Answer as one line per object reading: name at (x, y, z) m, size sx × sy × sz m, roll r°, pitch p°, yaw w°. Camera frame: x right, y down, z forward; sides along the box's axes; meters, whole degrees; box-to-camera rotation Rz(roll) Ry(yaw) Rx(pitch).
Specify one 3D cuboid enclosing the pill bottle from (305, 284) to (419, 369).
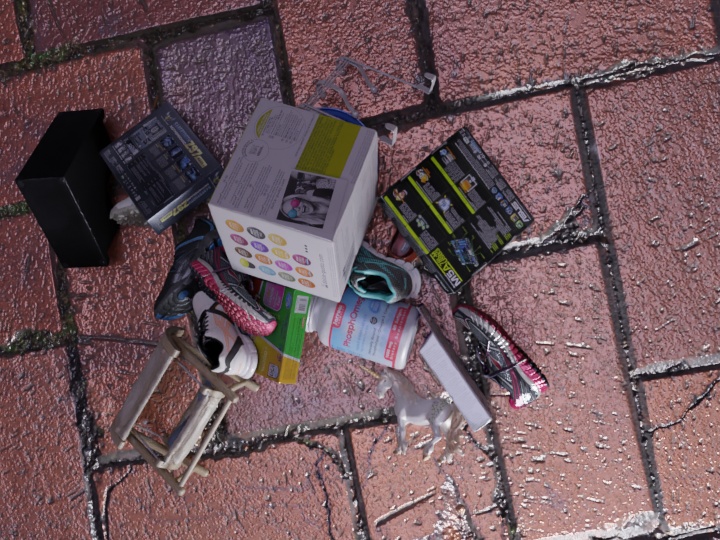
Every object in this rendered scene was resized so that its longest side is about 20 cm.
pill bottle at (-0.005, 0.087, 1.257) m, size 0.196 × 0.109 × 0.111 m, roll 16°, pitch 92°, yaw 9°

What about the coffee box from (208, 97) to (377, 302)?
coffee box at (-0.093, -0.105, 1.142) m, size 0.193 × 0.201 × 0.203 m, roll 16°, pitch 64°, yaw 9°

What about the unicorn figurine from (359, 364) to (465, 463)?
unicorn figurine at (0.091, 0.245, 1.258) m, size 0.195 × 0.074 × 0.141 m, roll 5°, pitch 82°, yaw 19°

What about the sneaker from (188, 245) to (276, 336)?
sneaker at (-0.205, 0.029, 1.230) m, size 0.074 × 0.081 × 0.199 m, roll -38°, pitch 61°, yaw -21°

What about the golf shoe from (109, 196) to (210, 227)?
golf shoe at (-0.363, -0.145, 1.348) m, size 0.196 × 0.078 × 0.099 m, roll -17°, pitch 69°, yaw 4°

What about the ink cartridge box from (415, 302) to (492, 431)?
ink cartridge box at (0.136, 0.148, 1.189) m, size 0.043 × 0.196 × 0.202 m, roll -35°, pitch 84°, yaw 5°

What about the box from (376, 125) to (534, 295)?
box at (0.158, -0.099, 1.225) m, size 0.192 × 0.047 × 0.201 m, roll -40°, pitch 93°, yaw -9°

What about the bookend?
bookend at (-0.500, -0.149, 1.337) m, size 0.090 × 0.201 × 0.203 m, roll -2°, pitch 45°, yaw 9°

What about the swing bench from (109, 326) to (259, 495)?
swing bench at (-0.320, 0.238, 1.299) m, size 0.198 × 0.130 × 0.201 m, roll 32°, pitch 95°, yaw 8°

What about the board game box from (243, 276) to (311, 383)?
board game box at (-0.173, 0.092, 1.268) m, size 0.197 × 0.040 × 0.157 m, roll 12°, pitch 92°, yaw 44°

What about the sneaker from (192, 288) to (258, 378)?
sneaker at (-0.245, 0.098, 1.255) m, size 0.200 × 0.079 × 0.075 m, roll 49°, pitch 118°, yaw 38°

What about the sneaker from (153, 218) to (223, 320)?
sneaker at (-0.311, 0.000, 1.339) m, size 0.201 × 0.073 × 0.082 m, roll -52°, pitch 56°, yaw 8°

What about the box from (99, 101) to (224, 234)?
box at (-0.343, -0.182, 1.291) m, size 0.157 × 0.051 × 0.200 m, roll -39°, pitch 62°, yaw -8°

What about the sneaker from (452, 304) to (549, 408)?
sneaker at (0.222, 0.139, 1.228) m, size 0.075 × 0.081 × 0.201 m, roll -42°, pitch 84°, yaw 10°

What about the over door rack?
over door rack at (0.009, -0.277, 1.239) m, size 0.197 × 0.067 × 0.149 m, roll 19°, pitch 58°, yaw 26°

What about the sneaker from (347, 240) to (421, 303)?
sneaker at (0.000, 0.000, 1.228) m, size 0.196 × 0.091 × 0.079 m, roll 18°, pitch 113°, yaw 22°

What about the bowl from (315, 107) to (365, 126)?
bowl at (-0.064, -0.180, 1.295) m, size 0.195 × 0.039 × 0.206 m, roll -1°, pitch 84°, yaw 8°

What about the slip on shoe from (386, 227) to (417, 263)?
slip on shoe at (0.107, -0.097, 1.265) m, size 0.073 × 0.061 × 0.203 m, roll 32°, pitch 93°, yaw 10°
